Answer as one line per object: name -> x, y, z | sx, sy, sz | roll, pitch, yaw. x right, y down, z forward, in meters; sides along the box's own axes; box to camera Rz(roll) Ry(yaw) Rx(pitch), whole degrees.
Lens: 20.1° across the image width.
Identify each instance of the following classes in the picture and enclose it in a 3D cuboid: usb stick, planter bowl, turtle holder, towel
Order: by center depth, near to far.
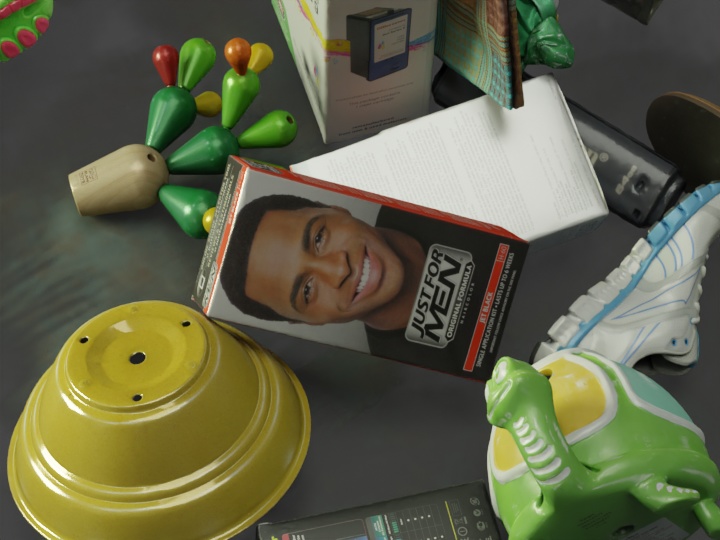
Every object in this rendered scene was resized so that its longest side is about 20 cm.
turtle holder -> 0.132, 0.121, 1.259 | 0.184, 0.141, 0.132 | 4, 52, -35
planter bowl -> -0.134, 0.080, 1.284 | 0.199, 0.084, 0.201 | -4, 44, 4
towel -> 0.061, -0.207, 1.420 | 0.022, 0.148, 0.200 | -16, 27, -15
usb stick -> 0.141, -0.099, 1.470 | 0.199, 0.033, 0.056 | 33, 83, 15

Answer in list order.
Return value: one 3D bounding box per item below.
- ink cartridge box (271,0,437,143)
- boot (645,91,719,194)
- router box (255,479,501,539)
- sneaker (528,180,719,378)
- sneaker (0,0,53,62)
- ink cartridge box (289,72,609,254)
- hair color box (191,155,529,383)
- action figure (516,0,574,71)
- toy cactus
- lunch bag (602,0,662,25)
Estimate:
ink cartridge box -> -0.007, -0.210, 1.435 | 0.087, 0.200, 0.146 | -14, 60, -12
boot -> 0.296, -0.069, 1.453 | 0.199, 0.074, 0.075 | 35, 47, 9
router box -> 0.027, 0.240, 1.239 | 0.149, 0.062, 0.201 | -9, 59, -10
sneaker -> 0.207, 0.024, 1.388 | 0.087, 0.075, 0.200 | 41, 72, 12
sneaker -> -0.320, -0.169, 1.475 | 0.199, 0.077, 0.084 | -27, 46, -22
ink cartridge box -> 0.060, -0.051, 1.411 | 0.199, 0.050, 0.110 | -19, 79, -9
hair color box -> 0.000, 0.000, 1.325 | 0.199, 0.061, 0.102 | 13, 98, -17
action figure -> 0.101, -0.201, 1.467 | 0.054, 0.119, 0.200 | 7, 34, -31
toy cactus -> -0.122, -0.077, 1.419 | 0.164, 0.102, 0.201 | -18, 69, -3
lunch bag -> 0.202, -0.317, 1.564 | 0.163, 0.118, 0.201 | 29, 65, 14
